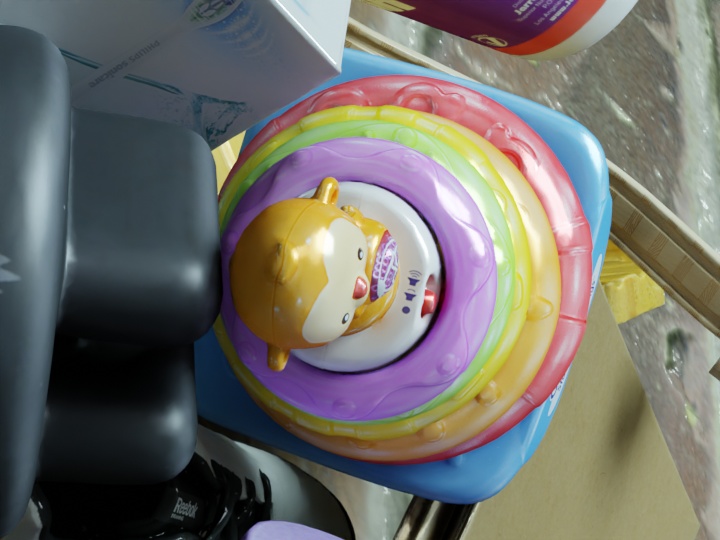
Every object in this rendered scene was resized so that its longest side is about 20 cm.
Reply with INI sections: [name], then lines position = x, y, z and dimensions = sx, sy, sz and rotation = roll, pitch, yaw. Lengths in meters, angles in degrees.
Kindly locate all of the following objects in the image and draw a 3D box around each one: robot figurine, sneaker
[robot figurine]
position = -0.134, 0.000, 0.645
dimensions = 0.125, 0.200, 0.151
rotation = 169, -73, -80
[sneaker]
position = -0.059, 0.074, 0.804
dimensions = 0.200, 0.080, 0.074
rotation = 18, 75, -51

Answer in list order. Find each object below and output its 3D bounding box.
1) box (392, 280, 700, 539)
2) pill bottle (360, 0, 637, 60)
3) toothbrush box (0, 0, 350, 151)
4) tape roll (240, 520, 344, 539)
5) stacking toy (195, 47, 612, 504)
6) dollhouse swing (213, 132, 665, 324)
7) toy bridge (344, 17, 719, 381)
[box]
position = 0.054, 0.107, 0.885
dimensions = 0.164, 0.021, 0.200
rotation = -64, 153, -21
[pill bottle]
position = 0.008, -0.151, 0.992
dimensions = 0.200, 0.112, 0.113
rotation = 17, 48, -32
[toothbrush box]
position = -0.120, -0.075, 0.728
dimensions = 0.146, 0.200, 0.085
rotation = 47, 29, -28
[tape roll]
position = 0.034, 0.146, 0.676
dimensions = 0.200, 0.066, 0.200
rotation = 37, 7, -5
[stacking toy]
position = 0.000, 0.000, 0.712
dimensions = 0.110, 0.116, 0.200
rotation = 18, 1, 8
[dollhouse swing]
position = -0.015, -0.056, 0.948
dimensions = 0.200, 0.181, 0.176
rotation = -15, 98, -63
[toy bridge]
position = 0.053, -0.031, 0.897
dimensions = 0.200, 0.027, 0.067
rotation = 34, 19, 8
